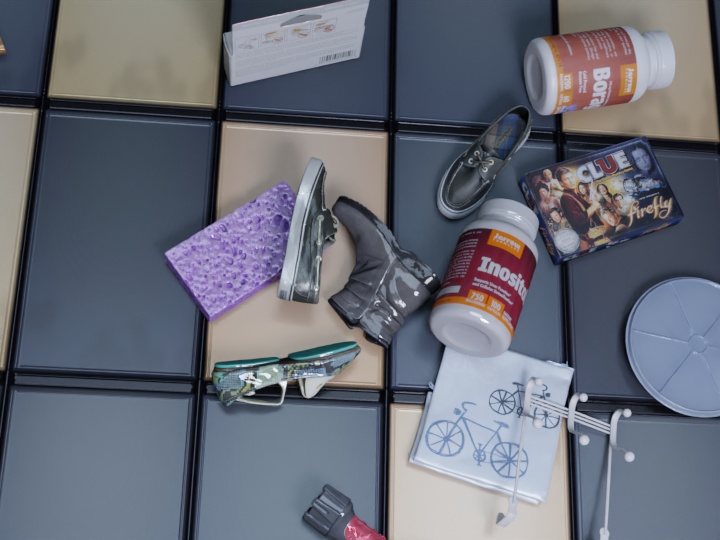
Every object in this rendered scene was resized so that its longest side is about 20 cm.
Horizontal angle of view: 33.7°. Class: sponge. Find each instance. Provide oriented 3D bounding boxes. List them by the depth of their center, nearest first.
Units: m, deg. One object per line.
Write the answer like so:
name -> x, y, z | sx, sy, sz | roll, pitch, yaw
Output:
sponge -> -0.154, -0.028, 1.626 | 0.200, 0.030, 0.112 | -33, 77, -16

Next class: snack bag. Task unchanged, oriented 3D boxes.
snack bag -> 0.176, 0.191, 1.587 | 0.188, 0.021, 0.201 | 17, 67, 0

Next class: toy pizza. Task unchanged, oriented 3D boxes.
toy pizza -> 0.460, 0.106, 1.641 | 0.199, 0.032, 0.201 | 2, 69, -5

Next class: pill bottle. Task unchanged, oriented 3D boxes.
pill bottle -> 0.172, 0.006, 1.597 | 0.113, 0.113, 0.201 | 21, 61, 2
pill bottle -> 0.347, -0.294, 1.730 | 0.199, 0.112, 0.113 | -10, 71, -9

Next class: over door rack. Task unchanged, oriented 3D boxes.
over door rack -> 0.270, 0.249, 1.532 | 0.147, 0.067, 0.201 | 21, 66, -11

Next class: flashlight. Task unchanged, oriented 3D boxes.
flashlight -> 0.025, 0.343, 1.491 | 0.200, 0.068, 0.068 | 37, 72, 7

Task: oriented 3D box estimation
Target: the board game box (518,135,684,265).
board game box -> 0.343, -0.101, 1.701 | 0.199, 0.035, 0.136 | -19, 73, -12

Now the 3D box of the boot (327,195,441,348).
boot -> 0.000, 0.000, 1.615 | 0.132, 0.070, 0.200 | -44, 68, -5

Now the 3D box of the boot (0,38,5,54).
boot -> -0.599, -0.289, 1.671 | 0.199, 0.069, 0.189 | -14, 65, -18

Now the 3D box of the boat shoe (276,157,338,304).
boat shoe -> -0.063, -0.052, 1.596 | 0.063, 0.071, 0.201 | 11, 77, -2

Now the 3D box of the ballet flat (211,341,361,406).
ballet flat -> -0.094, 0.139, 1.562 | 0.199, 0.074, 0.075 | -8, 71, -7

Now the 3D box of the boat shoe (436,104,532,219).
boat shoe -> 0.177, -0.160, 1.693 | 0.069, 0.057, 0.200 | 36, 71, 7

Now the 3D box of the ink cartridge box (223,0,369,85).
ink cartridge box -> -0.092, -0.335, 1.666 | 0.199, 0.174, 0.044 | -15, 72, -11
